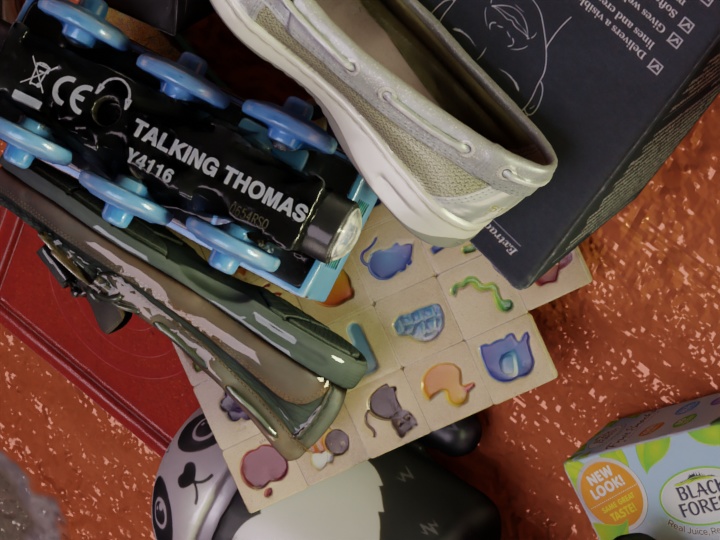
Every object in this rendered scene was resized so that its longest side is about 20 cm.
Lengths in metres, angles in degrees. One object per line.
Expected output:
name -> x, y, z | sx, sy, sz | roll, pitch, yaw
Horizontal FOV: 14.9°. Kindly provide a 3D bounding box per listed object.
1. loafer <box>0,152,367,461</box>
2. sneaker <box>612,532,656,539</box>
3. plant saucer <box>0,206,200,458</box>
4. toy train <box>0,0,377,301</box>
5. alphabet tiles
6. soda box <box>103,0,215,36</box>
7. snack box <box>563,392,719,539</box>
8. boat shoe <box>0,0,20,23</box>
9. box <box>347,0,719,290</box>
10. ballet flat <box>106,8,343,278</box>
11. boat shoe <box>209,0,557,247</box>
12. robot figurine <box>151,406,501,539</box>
loafer -> -0.095, 0.016, 1.282 | 0.200, 0.072, 0.063 | 31, 97, 7
sneaker -> 0.184, 0.175, 1.207 | 0.199, 0.075, 0.080 | 15, 120, 30
plant saucer -> -0.116, 0.003, 1.442 | 0.199, 0.037, 0.200 | 38, 132, 15
toy train -> -0.085, -0.056, 1.252 | 0.199, 0.114, 0.087 | 27, 89, 10
alphabet tiles -> 0.000, 0.000, 1.298 | 0.199, 0.008, 0.168 | -25, 88, 14
soda box -> -0.082, -0.211, 1.212 | 0.071, 0.063, 0.201 | 25, 127, 25
snack box -> 0.198, 0.153, 1.270 | 0.142, 0.053, 0.201 | -19, 101, 41
boat shoe -> -0.218, -0.154, 1.407 | 0.074, 0.073, 0.201 | 5, 116, 36
box -> 0.087, -0.120, 1.169 | 0.148, 0.107, 0.200 | 44, 132, 9
ballet flat -> -0.071, -0.058, 1.344 | 0.200, 0.071, 0.071 | 42, 132, 9
boat shoe -> 0.000, -0.103, 1.127 | 0.065, 0.074, 0.202 | -34, 95, 37
robot figurine -> -0.011, 0.137, 1.372 | 0.200, 0.150, 0.125 | 33, 145, 19
